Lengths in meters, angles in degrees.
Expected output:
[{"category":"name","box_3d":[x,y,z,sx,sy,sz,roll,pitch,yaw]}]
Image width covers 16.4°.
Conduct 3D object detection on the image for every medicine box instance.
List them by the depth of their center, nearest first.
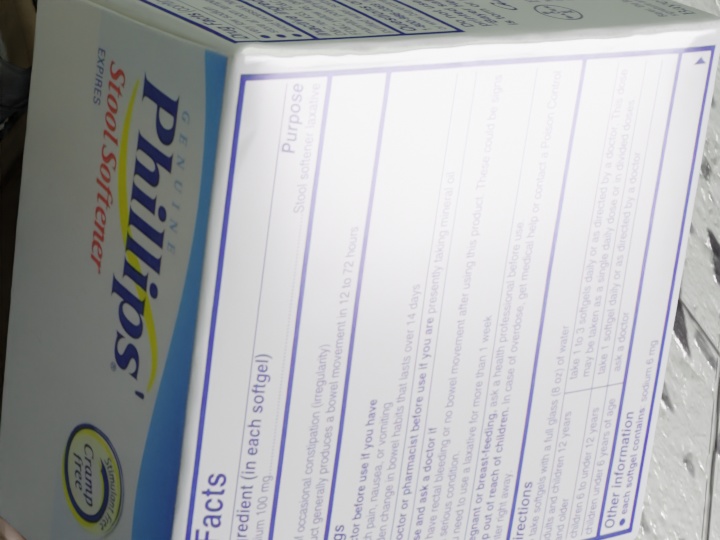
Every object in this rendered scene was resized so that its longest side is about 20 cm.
[{"category":"medicine box","box_3d":[0.000,0.000,0.784,0.200,0.103,0.183,-7,113,-37]}]

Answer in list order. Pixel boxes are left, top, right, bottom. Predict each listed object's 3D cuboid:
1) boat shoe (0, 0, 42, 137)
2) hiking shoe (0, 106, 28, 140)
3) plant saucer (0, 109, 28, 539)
[{"category":"boat shoe","box_3d":[-0.152,-0.133,0.773,0.074,0.060,0.200,-11,77,-51]},{"category":"hiking shoe","box_3d":[-0.184,-0.065,0.808,0.200,0.076,0.101,41,46,-26]},{"category":"plant saucer","box_3d":[-0.061,0.023,0.851,0.200,0.029,0.201,1,89,-39]}]
